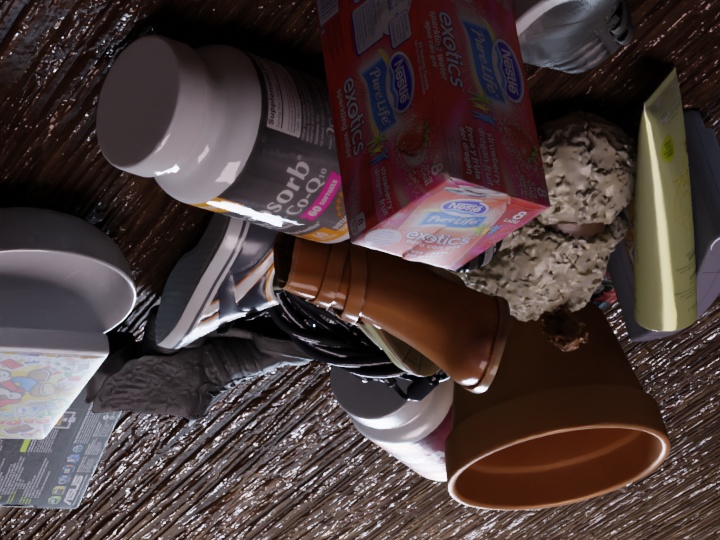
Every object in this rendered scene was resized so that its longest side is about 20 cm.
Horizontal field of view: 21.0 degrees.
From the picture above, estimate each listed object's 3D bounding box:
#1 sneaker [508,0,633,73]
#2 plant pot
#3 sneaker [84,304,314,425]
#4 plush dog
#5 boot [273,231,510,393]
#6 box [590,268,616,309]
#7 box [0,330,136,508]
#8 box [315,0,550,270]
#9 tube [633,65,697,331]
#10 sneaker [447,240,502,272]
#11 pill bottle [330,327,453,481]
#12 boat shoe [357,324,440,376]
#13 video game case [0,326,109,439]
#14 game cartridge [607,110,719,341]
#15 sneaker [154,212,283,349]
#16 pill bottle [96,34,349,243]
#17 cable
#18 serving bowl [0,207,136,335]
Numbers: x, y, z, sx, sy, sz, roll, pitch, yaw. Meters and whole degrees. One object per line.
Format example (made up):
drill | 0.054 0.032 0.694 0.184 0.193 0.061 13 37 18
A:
sneaker | 0.163 -0.196 1.309 0.099 0.071 0.200 7 154 -39
plant pot | 0.163 0.114 1.733 0.199 0.141 0.200 -9 155 -4
sneaker | -0.141 0.091 1.746 0.199 0.060 0.105 10 106 -26
plush dog | 0.156 -0.048 1.547 0.199 0.161 0.172 -1 127 -21
boot | 0.018 0.024 1.441 0.154 0.074 0.200 19 -172 -20
box | 0.126 0.016 1.744 0.199 0.040 0.137 9 148 -34
box | -0.319 0.134 1.763 0.192 0.048 0.200 7 127 -28
box | 0.045 -0.114 1.274 0.095 0.201 0.100 14 146 -38
tube | 0.234 -0.051 1.501 0.052 0.058 0.201 -12 116 -12
sneaker | 0.059 -0.107 1.447 0.075 0.115 0.201 -9 121 -27
pill bottle | 0.053 0.126 1.876 0.114 0.115 0.200 -18 153 17
boat shoe | 0.002 -0.001 1.572 0.073 0.201 0.063 -43 -159 -15
video game case | -0.333 0.095 1.626 0.199 0.023 0.182 4 151 -27
game cartridge | 0.256 -0.026 1.613 0.041 0.134 0.200 -2 153 -16
sneaker | -0.109 0.012 1.616 0.079 0.079 0.200 15 146 -20
pill bottle | -0.080 -0.094 1.372 0.200 0.117 0.116 15 145 -42
cable | 0.012 0.035 1.659 0.200 0.051 0.163 40 139 -20
serving bowl | -0.281 0.002 1.555 0.199 0.066 0.200 -7 154 -4
